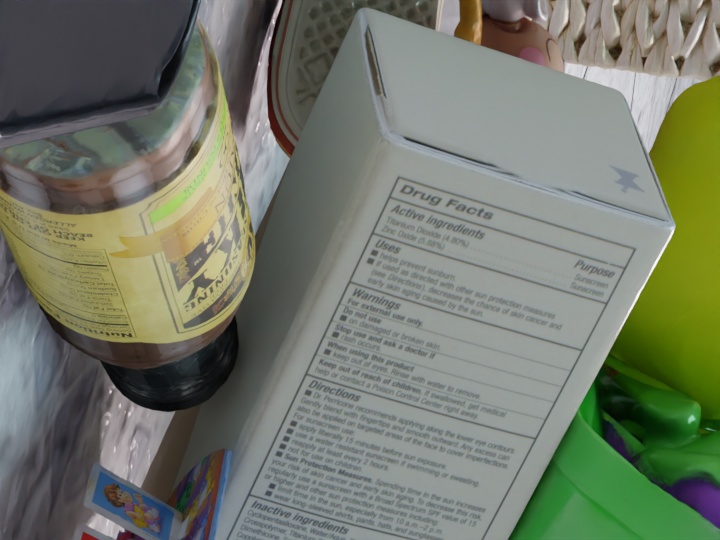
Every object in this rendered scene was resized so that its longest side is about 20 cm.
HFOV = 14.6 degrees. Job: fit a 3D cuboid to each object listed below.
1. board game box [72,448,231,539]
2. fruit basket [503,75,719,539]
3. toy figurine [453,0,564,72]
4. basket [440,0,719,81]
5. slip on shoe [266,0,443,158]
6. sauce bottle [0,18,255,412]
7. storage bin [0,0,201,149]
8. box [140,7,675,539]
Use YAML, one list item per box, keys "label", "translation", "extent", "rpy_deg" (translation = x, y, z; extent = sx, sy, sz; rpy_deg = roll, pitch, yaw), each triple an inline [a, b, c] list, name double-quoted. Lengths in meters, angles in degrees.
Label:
- label: "board game box"
  translation: [-0.092, 0.137, 0.767]
  extent: [0.158, 0.039, 0.201]
  rpy_deg: [-58, -166, 35]
- label: "fruit basket"
  translation: [0.121, 0.043, 0.898]
  extent: [0.216, 0.155, 0.216]
  rpy_deg: [-52, -176, 5]
- label: "toy figurine"
  translation: [0.039, -0.092, 0.900]
  extent: [0.200, 0.149, 0.185]
  rpy_deg: [-62, 157, -65]
- label: "basket"
  translation: [0.134, -0.210, 1.299]
  extent: [0.200, 0.160, 0.199]
  rpy_deg: [-63, 161, -61]
- label: "slip on shoe"
  translation: [0.009, -0.124, 0.991]
  extent: [0.061, 0.074, 0.201]
  rpy_deg: [139, -32, -68]
- label: "sauce bottle"
  translation: [-0.060, -0.014, 0.726]
  extent: [0.200, 0.064, 0.065]
  rpy_deg: [82, 23, -70]
- label: "storage bin"
  translation: [-0.070, -0.129, 0.453]
  extent: [0.135, 0.093, 0.201]
  rpy_deg: [-30, 131, -77]
- label: "box"
  translation: [0.006, 0.034, 0.834]
  extent: [0.078, 0.094, 0.201]
  rpy_deg: [-101, -147, -57]
